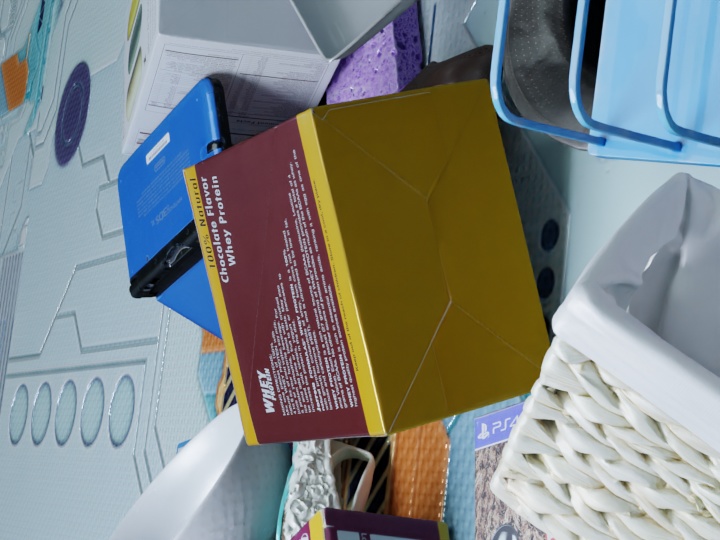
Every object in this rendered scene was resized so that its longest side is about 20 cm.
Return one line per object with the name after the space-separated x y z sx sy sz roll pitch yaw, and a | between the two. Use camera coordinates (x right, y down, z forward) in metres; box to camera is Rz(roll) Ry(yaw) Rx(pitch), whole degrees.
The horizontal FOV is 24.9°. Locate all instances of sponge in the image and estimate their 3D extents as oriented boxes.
0.007 -0.198 1.306 0.111 0.030 0.202 -42 44 51 | sponge

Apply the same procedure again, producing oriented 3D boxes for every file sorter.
0.175 -0.123 0.765 0.198 0.122 0.141 8 91 40 | file sorter

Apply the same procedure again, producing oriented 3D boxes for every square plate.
0.027 -0.256 1.203 0.199 0.028 0.199 -38 41 8 | square plate

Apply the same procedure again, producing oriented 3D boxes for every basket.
0.169 0.077 0.680 0.199 0.135 0.124 34 127 13 | basket

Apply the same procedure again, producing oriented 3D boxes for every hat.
0.173 -0.154 0.909 0.199 0.080 0.203 -5 83 45 | hat

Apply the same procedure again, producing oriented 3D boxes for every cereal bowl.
-0.117 0.201 1.226 0.200 0.083 0.200 -45 12 12 | cereal bowl

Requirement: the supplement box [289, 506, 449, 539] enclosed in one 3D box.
-0.021 0.264 1.105 0.200 0.102 0.132 -51 39 44 | supplement box

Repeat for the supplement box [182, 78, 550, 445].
0.000 0.000 1.065 0.199 0.132 0.200 -15 88 60 | supplement box

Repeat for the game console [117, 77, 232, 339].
-0.107 -0.039 1.344 0.200 0.117 0.173 -35 60 53 | game console

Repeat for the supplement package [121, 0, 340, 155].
-0.112 -0.200 1.362 0.200 0.149 0.154 124 148 -62 | supplement package

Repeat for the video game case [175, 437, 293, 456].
-0.088 0.189 1.308 0.199 0.018 0.145 -24 57 44 | video game case

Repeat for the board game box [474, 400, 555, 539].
0.139 0.165 0.836 0.159 0.096 0.203 -29 55 56 | board game box

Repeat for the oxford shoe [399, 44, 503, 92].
0.047 -0.103 1.174 0.073 0.071 0.200 -60 17 -24 | oxford shoe

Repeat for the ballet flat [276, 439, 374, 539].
-0.020 0.129 1.195 0.072 0.071 0.202 -46 31 47 | ballet flat
